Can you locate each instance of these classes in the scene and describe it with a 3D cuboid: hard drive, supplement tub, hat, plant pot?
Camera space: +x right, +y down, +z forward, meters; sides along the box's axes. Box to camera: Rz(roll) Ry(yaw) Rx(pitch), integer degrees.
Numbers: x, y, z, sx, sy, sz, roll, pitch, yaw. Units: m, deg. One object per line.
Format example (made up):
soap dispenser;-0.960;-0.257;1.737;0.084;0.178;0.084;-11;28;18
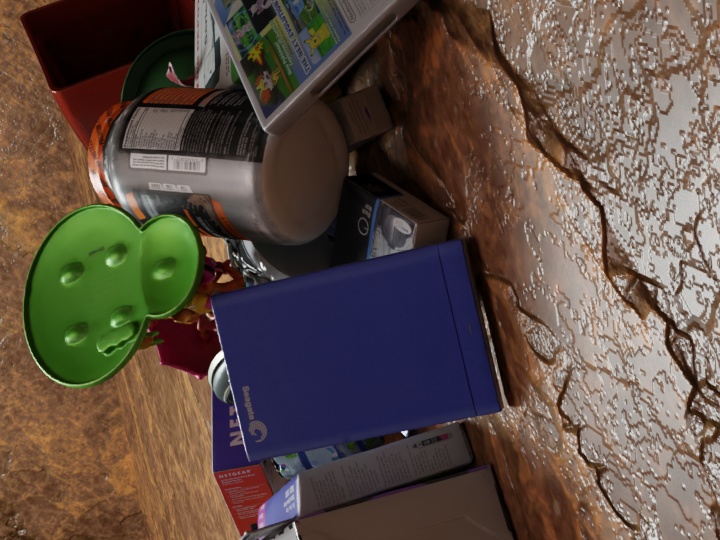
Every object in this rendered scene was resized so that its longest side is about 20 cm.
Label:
hard drive;-0.004;0.061;1.069;0.025;0.199;0.132;-21;-82;-77
supplement tub;-0.120;-0.088;1.157;0.200;0.122;0.123;7;114;35
hat;-0.130;-0.161;1.398;0.176;0.200;0.166;0;119;50
plant pot;-0.277;-0.228;1.725;0.200;0.199;0.177;-123;15;-47

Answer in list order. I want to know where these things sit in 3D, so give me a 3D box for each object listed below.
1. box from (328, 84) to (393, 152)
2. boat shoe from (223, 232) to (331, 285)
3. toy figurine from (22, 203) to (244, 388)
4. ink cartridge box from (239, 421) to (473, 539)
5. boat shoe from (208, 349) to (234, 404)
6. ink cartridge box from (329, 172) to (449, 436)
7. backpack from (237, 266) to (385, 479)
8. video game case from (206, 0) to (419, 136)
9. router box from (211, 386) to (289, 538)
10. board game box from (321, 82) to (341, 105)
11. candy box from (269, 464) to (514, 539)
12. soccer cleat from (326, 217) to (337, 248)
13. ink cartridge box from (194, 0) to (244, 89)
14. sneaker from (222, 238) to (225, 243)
box;-0.035;-0.111;1.227;0.042;0.039;0.200;66;154;0
boat shoe;-0.085;-0.023;1.231;0.199;0.073;0.068;46;134;46
toy figurine;-0.148;0.027;1.188;0.200;0.184;0.151;-21;68;32
ink cartridge box;-0.024;0.192;1.210;0.196;0.199;0.043;128;126;-68
boat shoe;-0.061;0.076;1.159;0.200;0.073;0.062;-39;66;44
ink cartridge box;0.013;0.031;1.141;0.099;0.039;0.201;34;125;44
backpack;-0.049;0.093;1.306;0.163;0.153;0.200;75;-160;-55
video game case;-0.040;-0.231;1.058;0.182;0.022;0.200;-41;56;26
router box;-0.103;0.177;1.415;0.200;0.049;0.180;-97;-6;-46
board game box;-0.045;-0.110;1.341;0.096;0.030;0.200;-121;22;-46
candy box;0.014;0.232;1.172;0.200;0.167;0.072;125;130;-68
soccer cleat;0.000;0.000;1.237;0.073;0.068;0.200;-36;66;51
ink cartridge box;-0.086;-0.210;1.224;0.200;0.083;0.147;148;122;-69
sneaker;-0.093;-0.009;1.515;0.083;0.072;0.201;11;121;63
